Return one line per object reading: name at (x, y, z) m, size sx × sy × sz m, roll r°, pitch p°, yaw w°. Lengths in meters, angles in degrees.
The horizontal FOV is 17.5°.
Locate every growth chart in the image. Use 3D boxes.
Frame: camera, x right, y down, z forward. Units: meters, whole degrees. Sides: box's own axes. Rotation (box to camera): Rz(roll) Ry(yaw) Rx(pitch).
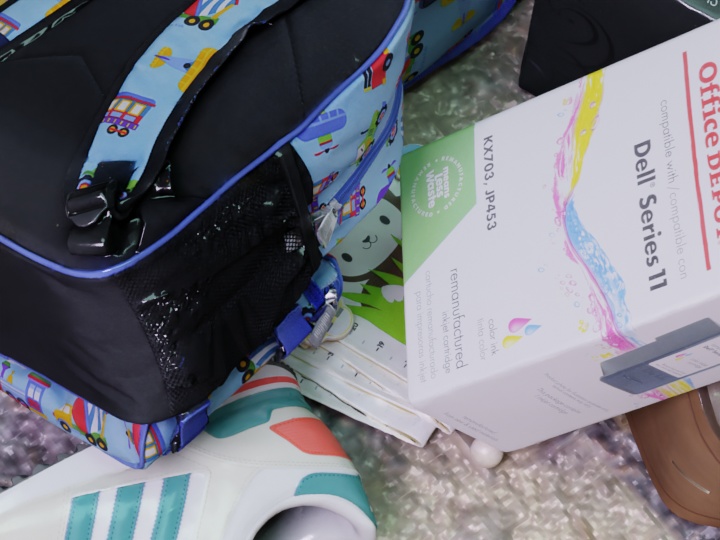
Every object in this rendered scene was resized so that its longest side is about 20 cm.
growth chart at (0.000, 0.000, 0.982) m, size 0.200 × 0.018 × 0.145 m, roll 20°, pitch 62°, yaw 6°

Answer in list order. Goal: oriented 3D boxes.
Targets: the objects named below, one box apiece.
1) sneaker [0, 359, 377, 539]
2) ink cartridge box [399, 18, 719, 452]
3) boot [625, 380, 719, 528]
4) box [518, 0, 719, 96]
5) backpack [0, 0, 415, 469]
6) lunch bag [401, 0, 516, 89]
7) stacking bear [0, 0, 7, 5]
sneaker at (-0.084, 0.116, 0.883) m, size 0.200 × 0.070 × 0.093 m, roll -30°, pitch 62°, yaw -21°
ink cartridge box at (0.113, -0.018, 0.888) m, size 0.200 × 0.067 × 0.117 m, roll -22°, pitch 55°, yaw 32°
boot at (0.194, 0.067, 0.936) m, size 0.146 × 0.070 × 0.200 m, roll -11°, pitch 64°, yaw -16°
box at (0.192, -0.112, 0.993) m, size 0.200 × 0.124 × 0.149 m, roll 30°, pitch 65°, yaw 14°
backpack at (-0.072, -0.048, 0.890) m, size 0.183 × 0.135 × 0.200 m, roll 22°, pitch 54°, yaw 38°
lunch bag at (0.038, -0.166, 0.989) m, size 0.094 × 0.151 × 0.200 m, roll 33°, pitch 61°, yaw 13°
stacking bear at (-0.177, -0.120, 0.966) m, size 0.121 × 0.114 × 0.200 m, roll 1°, pitch 91°, yaw -45°
